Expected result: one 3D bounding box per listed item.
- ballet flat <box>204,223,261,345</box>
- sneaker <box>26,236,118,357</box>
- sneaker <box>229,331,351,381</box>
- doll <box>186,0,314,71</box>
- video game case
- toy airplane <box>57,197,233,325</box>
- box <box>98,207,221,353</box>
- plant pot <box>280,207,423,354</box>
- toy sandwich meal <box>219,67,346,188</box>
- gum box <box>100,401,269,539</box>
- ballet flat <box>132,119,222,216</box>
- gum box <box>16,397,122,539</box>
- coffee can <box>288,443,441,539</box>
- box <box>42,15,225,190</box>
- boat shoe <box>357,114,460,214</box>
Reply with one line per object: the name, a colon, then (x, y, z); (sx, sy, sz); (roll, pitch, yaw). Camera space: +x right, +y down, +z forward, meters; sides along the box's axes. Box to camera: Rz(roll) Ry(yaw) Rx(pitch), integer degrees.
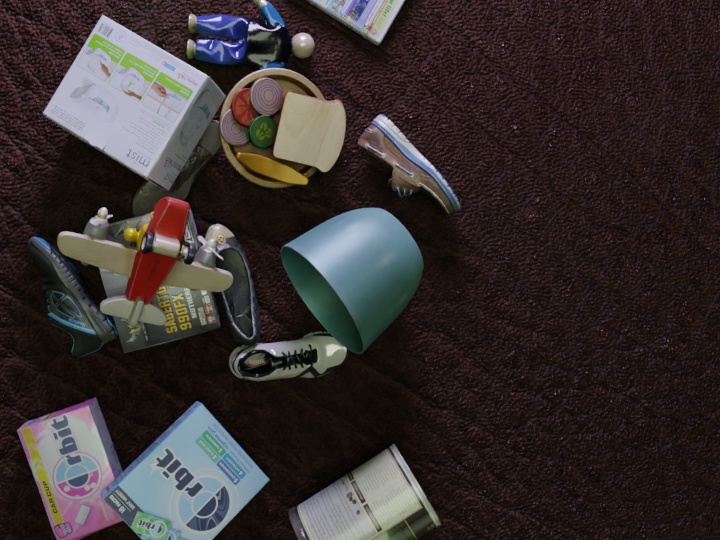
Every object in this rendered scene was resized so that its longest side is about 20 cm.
ballet flat: (-0.196, 0.020, 1.285); (0.066, 0.057, 0.202); (-18, 87, -19)
sneaker: (-0.461, 0.041, 1.254); (0.082, 0.073, 0.201); (-35, 95, -4)
sneaker: (-0.110, 0.145, 1.295); (0.198, 0.080, 0.075); (-10, 91, -8)
doll: (-0.171, -0.368, 1.286); (0.198, 0.048, 0.138); (5, 92, -6)
video game case: (0.003, -0.499, 1.315); (0.181, 0.022, 0.201); (30, 87, -6)
toy airplane: (-0.308, -0.018, 1.186); (0.197, 0.142, 0.201); (-19, 138, 6)
box: (-0.318, 0.011, 1.269); (0.157, 0.048, 0.202); (-14, 101, -6)
plant pot: (0.000, 0.000, 1.251); (0.161, 0.200, 0.201); (-37, 95, -18)
toy sandwich meal: (-0.119, -0.219, 1.268); (0.203, 0.070, 0.207); (-3, 100, -20)
gum box: (-0.270, 0.337, 1.265); (0.200, 0.044, 0.170); (-43, 103, -19)
ballet flat: (-0.288, -0.159, 1.286); (0.067, 0.046, 0.200); (38, 93, -28)
gum box: (-0.440, 0.316, 1.268); (0.113, 0.066, 0.202); (-19, 94, -6)
coffee can: (0.007, 0.389, 1.282); (0.199, 0.146, 0.147); (-31, 95, -4)
box: (-0.339, -0.250, 1.222); (0.199, 0.097, 0.177); (30, 89, 10)
boat shoe: (0.077, -0.157, 1.316); (0.072, 0.072, 0.200); (-43, 86, 1)
